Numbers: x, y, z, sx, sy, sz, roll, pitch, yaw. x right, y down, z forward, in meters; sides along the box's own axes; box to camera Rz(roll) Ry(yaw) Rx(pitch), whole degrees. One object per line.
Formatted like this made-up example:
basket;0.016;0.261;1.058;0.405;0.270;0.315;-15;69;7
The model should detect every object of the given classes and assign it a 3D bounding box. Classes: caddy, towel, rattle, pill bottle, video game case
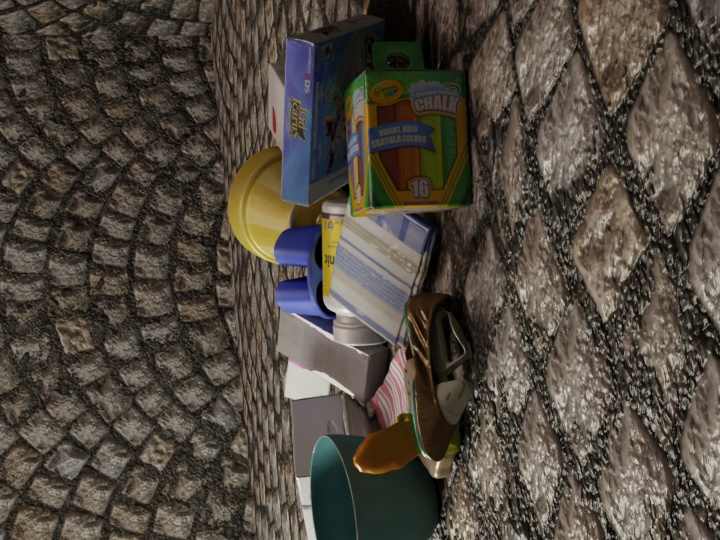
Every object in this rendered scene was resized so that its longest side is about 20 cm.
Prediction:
caddy;-0.049;-0.003;1.712;0.199;0.104;0.144;-14;-75;-64
towel;0.052;0.212;1.584;0.201;0.029;0.148;109;155;-61
rattle;0.041;0.171;1.408;0.131;0.141;0.201;74;174;-46
towel;0.028;-0.009;1.473;0.146;0.024;0.202;34;131;27
pill bottle;0.000;0.000;1.604;0.111;0.110;0.203;-149;57;-75
video game case;-0.033;-0.203;1.397;0.181;0.045;0.203;-37;-43;-55

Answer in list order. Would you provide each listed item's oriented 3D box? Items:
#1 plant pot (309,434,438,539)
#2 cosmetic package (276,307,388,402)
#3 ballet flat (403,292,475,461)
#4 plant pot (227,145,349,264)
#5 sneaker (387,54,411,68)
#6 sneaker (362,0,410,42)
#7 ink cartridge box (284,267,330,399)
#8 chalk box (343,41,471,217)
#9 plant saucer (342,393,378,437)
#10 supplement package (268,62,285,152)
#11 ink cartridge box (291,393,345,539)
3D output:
plant pot;0.024;0.311;1.474;0.200;0.133;0.203;176;90;-71
cosmetic package;-0.045;0.122;1.743;0.199;0.050;0.084;28;123;37
ballet flat;0.096;0.116;1.302;0.072;0.068;0.203;-19;62;30
plant pot;-0.104;-0.100;1.917;0.188;0.198;0.204;26;119;57
sneaker;0.057;-0.188;1.445;0.090;0.066;0.203;-77;-17;-68
sneaker;0.022;-0.291;1.512;0.090;0.066;0.203;-140;46;-66
ink cartridge box;-0.074;0.113;1.939;0.202;0.083;0.146;99;-178;-45
chalk box;0.051;-0.170;1.312;0.124;0.123;0.203;176;91;-77
plant saucer;0.008;0.287;1.715;0.200;0.049;0.203;173;90;-89
supplement package;-0.089;-0.279;1.932;0.200;0.118;0.123;-119;29;-64
ink cartridge box;-0.057;0.312;1.760;0.202;0.083;0.147;84;179;-47
